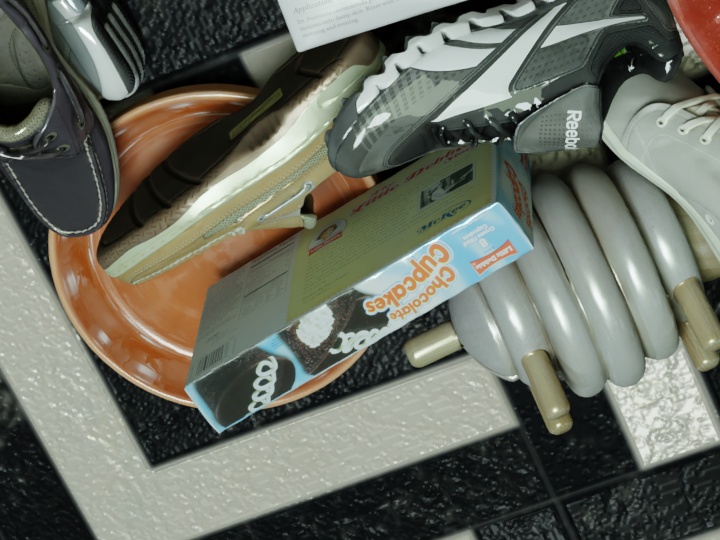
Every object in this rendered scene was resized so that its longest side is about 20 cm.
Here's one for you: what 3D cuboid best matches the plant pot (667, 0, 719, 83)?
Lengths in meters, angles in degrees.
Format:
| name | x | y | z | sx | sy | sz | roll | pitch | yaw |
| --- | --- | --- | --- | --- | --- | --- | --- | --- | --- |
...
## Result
| name | x | y | z | sx | sy | sz | roll | pitch | yaw |
| --- | --- | --- | --- | --- | --- | --- | --- | --- | --- |
| plant pot | 0.287 | -0.146 | 1.032 | 0.195 | 0.201 | 0.201 | -45 | 105 | -4 |

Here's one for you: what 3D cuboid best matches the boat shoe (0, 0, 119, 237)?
| name | x | y | z | sx | sy | sz | roll | pitch | yaw |
| --- | --- | --- | --- | --- | --- | --- | --- | --- | --- |
| boat shoe | -0.180 | -0.089 | 1.119 | 0.072 | 0.065 | 0.200 | -6 | 130 | 10 |

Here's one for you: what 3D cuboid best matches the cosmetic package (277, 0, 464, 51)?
| name | x | y | z | sx | sy | sz | roll | pitch | yaw |
| --- | --- | --- | --- | --- | --- | --- | --- | --- | --- |
| cosmetic package | -0.015 | -0.227 | 1.091 | 0.108 | 0.085 | 0.200 | -15 | 112 | 11 |

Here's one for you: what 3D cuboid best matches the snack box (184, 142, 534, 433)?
| name | x | y | z | sx | sy | sz | roll | pitch | yaw |
| --- | --- | --- | --- | --- | --- | --- | --- | --- | --- |
| snack box | 0.000 | 0.000 | 1.144 | 0.200 | 0.116 | 0.037 | -31 | 112 | 17 |

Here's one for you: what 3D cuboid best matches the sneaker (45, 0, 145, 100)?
| name | x | y | z | sx | sy | sz | roll | pitch | yaw |
| --- | --- | --- | --- | --- | --- | --- | --- | --- | --- |
| sneaker | -0.211 | -0.160 | 1.147 | 0.115 | 0.075 | 0.200 | -23 | 112 | 17 |

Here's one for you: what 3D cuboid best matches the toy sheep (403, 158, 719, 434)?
| name | x | y | z | sx | sy | sz | roll | pitch | yaw |
| --- | --- | --- | --- | --- | --- | --- | --- | --- | --- |
| toy sheep | 0.119 | 0.010 | 1.164 | 0.200 | 0.138 | 0.138 | -23 | 112 | -2 |

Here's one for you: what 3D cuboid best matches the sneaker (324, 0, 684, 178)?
| name | x | y | z | sx | sy | sz | roll | pitch | yaw |
| --- | --- | --- | --- | --- | --- | --- | --- | --- | --- |
| sneaker | 0.080 | -0.091 | 1.090 | 0.200 | 0.066 | 0.091 | -30 | 67 | -8 |

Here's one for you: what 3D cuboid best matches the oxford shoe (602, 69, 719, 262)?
| name | x | y | z | sx | sy | sz | roll | pitch | yaw |
| --- | --- | --- | --- | --- | --- | --- | --- | --- | --- |
| oxford shoe | 0.184 | -0.065 | 1.117 | 0.200 | 0.075 | 0.058 | 52 | 147 | 23 |

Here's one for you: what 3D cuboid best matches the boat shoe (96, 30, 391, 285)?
| name | x | y | z | sx | sy | sz | roll | pitch | yaw |
| --- | --- | --- | --- | --- | --- | --- | --- | --- | --- |
| boat shoe | -0.052 | -0.046 | 1.157 | 0.200 | 0.072 | 0.076 | -36 | 119 | 18 |

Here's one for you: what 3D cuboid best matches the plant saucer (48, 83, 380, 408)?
| name | x | y | z | sx | sy | sz | roll | pitch | yaw |
| --- | --- | --- | --- | --- | --- | --- | --- | --- | --- |
| plant saucer | -0.078 | -0.014 | 1.226 | 0.200 | 0.032 | 0.200 | 2 | 116 | 4 |
